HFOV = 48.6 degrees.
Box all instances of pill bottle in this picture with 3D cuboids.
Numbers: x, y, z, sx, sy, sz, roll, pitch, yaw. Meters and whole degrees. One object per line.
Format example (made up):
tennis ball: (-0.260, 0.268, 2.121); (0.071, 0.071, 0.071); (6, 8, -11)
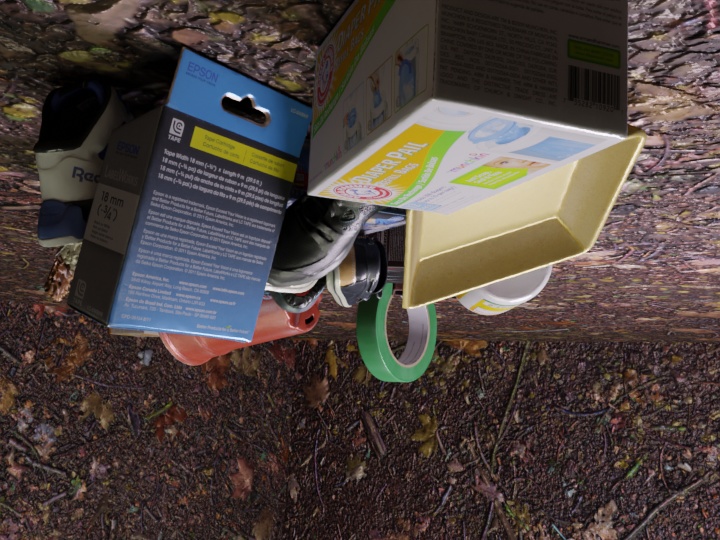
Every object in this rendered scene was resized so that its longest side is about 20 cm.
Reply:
pill bottle: (0.175, -0.002, 1.048); (0.111, 0.115, 0.200); (3, 171, -1)

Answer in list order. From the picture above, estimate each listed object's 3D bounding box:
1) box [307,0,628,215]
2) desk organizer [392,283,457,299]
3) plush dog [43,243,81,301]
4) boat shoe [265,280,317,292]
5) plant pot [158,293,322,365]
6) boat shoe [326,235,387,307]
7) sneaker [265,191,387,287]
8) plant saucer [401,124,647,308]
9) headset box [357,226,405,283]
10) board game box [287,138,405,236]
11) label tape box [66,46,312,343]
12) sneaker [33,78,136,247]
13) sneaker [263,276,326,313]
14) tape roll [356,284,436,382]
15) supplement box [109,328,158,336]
box: (0.048, -0.106, 0.463); (0.111, 0.103, 0.200); (6, 171, -19)
desk organizer: (0.145, 0.000, 1.187); (0.196, 0.079, 0.072); (3, 171, 1)
plush dog: (-0.234, -0.017, 0.873); (0.170, 0.163, 0.200); (24, 163, -18)
boat shoe: (-0.116, -0.023, 0.764); (0.067, 0.073, 0.199); (35, -169, 33)
plant pot: (-0.171, 0.028, 1.166); (0.192, 0.205, 0.200); (-8, 167, 22)
boat shoe: (0.000, 0.000, 0.876); (0.061, 0.076, 0.200); (-4, 175, 3)
sneaker: (-0.017, -0.066, 0.672); (0.199, 0.074, 0.082); (-38, 155, 4)
plant saucer: (0.123, -0.053, 0.688); (0.197, 0.049, 0.201); (-17, 154, -6)
headset box: (0.004, -0.030, 1.053); (0.196, 0.079, 0.149); (1, 171, 5)
board game box: (-0.067, -0.082, 0.796); (0.197, 0.063, 0.199); (10, 169, -32)
label tape box: (-0.128, -0.054, 0.625); (0.063, 0.203, 0.143); (17, -178, 39)
sneaker: (-0.197, -0.104, 0.664); (0.079, 0.117, 0.199); (1, -159, 23)
sneaker: (-0.090, 0.001, 0.932); (0.078, 0.097, 0.201); (8, -151, -20)
tape roll: (0.069, 0.102, 1.459); (0.048, 0.204, 0.199); (-3, 169, 36)
supplement box: (-0.761, 0.191, 2.766); (0.198, 0.075, 0.125); (-4, 169, 38)
